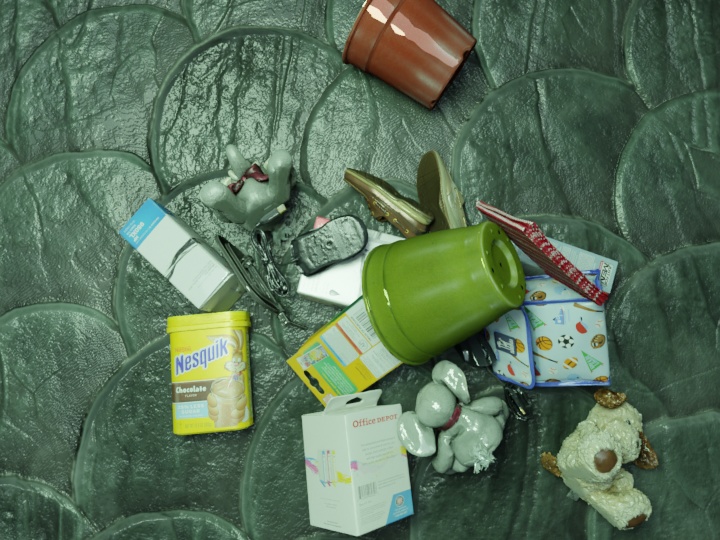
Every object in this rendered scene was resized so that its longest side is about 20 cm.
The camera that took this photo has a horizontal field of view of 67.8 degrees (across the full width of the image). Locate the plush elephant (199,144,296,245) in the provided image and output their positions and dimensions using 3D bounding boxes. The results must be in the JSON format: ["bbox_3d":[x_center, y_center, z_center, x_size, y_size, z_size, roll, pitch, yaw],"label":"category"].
[{"bbox_3d":[-0.199,-0.157,0.978,0.163,0.201,0.156,-31,58,-5],"label":"plush elephant"}]

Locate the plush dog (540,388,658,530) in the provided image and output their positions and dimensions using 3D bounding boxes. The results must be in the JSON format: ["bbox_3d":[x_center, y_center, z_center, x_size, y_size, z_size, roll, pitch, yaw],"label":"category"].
[{"bbox_3d":[0.415,0.299,0.909,0.171,0.160,0.201,-40,110,-19],"label":"plush dog"}]

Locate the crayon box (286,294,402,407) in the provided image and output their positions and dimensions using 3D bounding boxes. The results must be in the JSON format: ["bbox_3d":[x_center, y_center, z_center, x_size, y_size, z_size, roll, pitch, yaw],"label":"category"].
[{"bbox_3d":[-0.019,0.142,0.933,0.199,0.052,0.126,-39,94,26],"label":"crayon box"}]

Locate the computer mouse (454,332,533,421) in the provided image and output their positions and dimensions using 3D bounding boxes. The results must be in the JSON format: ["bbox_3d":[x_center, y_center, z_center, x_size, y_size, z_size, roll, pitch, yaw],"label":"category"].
[{"bbox_3d":[0.223,0.164,0.901,0.058,0.034,0.201,-9,47,-34],"label":"computer mouse"}]

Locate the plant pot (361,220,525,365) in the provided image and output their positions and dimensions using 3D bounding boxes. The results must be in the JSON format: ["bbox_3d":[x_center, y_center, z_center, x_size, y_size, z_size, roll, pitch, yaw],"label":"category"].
[{"bbox_3d":[0.137,0.021,0.813,0.191,0.199,0.204,-24,78,36],"label":"plant pot"}]

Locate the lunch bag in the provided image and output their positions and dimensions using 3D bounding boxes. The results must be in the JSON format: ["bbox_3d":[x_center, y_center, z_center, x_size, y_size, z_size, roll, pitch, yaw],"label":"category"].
[{"bbox_3d":[0.309,0.103,0.906,0.197,0.124,0.173,-4,112,24],"label":"lunch bag"}]

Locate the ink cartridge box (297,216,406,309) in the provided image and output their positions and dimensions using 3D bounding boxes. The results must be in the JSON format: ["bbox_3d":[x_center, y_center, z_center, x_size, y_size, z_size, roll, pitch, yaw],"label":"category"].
[{"bbox_3d":[0.000,0.000,0.981,0.197,0.083,0.149,14,80,4],"label":"ink cartridge box"}]

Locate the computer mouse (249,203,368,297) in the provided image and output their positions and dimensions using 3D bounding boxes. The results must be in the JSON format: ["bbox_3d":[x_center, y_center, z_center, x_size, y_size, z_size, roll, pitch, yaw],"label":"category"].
[{"bbox_3d":[-0.091,-0.058,0.929,0.198,0.046,0.142,-29,89,8],"label":"computer mouse"}]

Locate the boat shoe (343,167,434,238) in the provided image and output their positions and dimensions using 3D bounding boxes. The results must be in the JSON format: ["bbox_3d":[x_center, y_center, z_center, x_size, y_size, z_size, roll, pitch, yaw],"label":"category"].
[{"bbox_3d":[0.042,-0.125,1.006,0.199,0.072,0.068,36,111,17],"label":"boat shoe"}]

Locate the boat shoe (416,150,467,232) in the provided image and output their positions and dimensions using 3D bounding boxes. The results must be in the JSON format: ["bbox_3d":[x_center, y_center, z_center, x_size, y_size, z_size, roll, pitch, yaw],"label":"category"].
[{"bbox_3d":[0.160,-0.128,1.012,0.064,0.072,0.203,-2,73,-35],"label":"boat shoe"}]

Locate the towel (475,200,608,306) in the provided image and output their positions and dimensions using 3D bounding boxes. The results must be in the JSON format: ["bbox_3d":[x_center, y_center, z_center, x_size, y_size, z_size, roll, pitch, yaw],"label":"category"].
[{"bbox_3d":[0.268,-0.029,0.798,0.199,0.145,0.023,37,96,-25],"label":"towel"}]

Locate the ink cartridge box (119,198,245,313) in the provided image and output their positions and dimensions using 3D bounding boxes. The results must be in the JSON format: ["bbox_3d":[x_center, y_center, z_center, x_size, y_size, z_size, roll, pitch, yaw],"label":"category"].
[{"bbox_3d":[-0.308,-0.019,0.963,0.199,0.145,0.084,41,86,8],"label":"ink cartridge box"}]

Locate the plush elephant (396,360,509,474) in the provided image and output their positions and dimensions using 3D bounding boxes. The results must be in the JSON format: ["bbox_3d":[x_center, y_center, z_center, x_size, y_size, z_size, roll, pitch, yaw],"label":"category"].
[{"bbox_3d":[0.149,0.244,0.887,0.165,0.200,0.155,-45,79,2],"label":"plush elephant"}]

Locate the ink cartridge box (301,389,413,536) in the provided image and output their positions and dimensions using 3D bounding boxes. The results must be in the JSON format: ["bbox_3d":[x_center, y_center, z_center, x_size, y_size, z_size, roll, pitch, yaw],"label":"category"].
[{"bbox_3d":[-0.008,0.306,0.887,0.127,0.124,0.204,4,75,-41],"label":"ink cartridge box"}]

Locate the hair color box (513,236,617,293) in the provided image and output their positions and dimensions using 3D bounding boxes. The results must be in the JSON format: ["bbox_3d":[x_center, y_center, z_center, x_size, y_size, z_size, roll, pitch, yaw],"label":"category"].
[{"bbox_3d":[0.340,-0.012,0.964,0.197,0.099,0.062,21,80,5],"label":"hair color box"}]

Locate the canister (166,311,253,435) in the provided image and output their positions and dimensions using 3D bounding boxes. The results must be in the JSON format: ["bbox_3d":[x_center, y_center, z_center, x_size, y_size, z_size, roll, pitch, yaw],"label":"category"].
[{"bbox_3d":[-0.266,0.181,0.960,0.146,0.087,0.204,-5,82,1],"label":"canister"}]

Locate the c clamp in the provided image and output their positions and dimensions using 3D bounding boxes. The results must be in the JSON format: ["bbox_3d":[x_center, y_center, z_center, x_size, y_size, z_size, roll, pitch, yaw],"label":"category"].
[{"bbox_3d":[-0.189,0.023,0.966,0.027,0.171,0.201,-40,68,4],"label":"c clamp"}]

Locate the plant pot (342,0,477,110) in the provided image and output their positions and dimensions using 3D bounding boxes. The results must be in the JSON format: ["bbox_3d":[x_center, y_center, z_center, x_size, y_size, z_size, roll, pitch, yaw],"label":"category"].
[{"bbox_3d":[0.099,-0.420,1.003,0.194,0.201,0.202,36,83,-1],"label":"plant pot"}]
